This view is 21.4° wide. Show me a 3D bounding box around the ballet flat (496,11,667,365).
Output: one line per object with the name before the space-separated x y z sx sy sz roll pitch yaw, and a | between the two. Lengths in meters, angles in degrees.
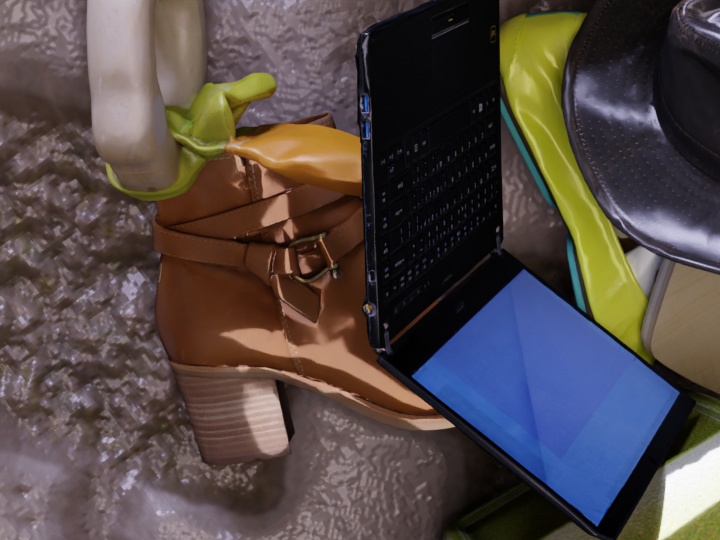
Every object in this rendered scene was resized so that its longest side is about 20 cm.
ballet flat | 0.120 -0.032 0.919 0.067 0.067 0.201 -18 103 17

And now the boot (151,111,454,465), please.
boot | 0.000 0.000 0.908 0.199 0.074 0.155 -12 100 -10

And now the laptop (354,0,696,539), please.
laptop | 0.076 -0.014 0.806 0.103 0.177 0.201 3 106 20

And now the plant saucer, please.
plant saucer | 0.117 0.115 0.893 0.199 0.200 0.048 -31 93 -2

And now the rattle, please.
rattle | -0.052 -0.134 0.827 0.142 0.130 0.201 -3 73 24

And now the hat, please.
hat | 0.184 -0.089 0.821 0.200 0.081 0.201 -4 69 10

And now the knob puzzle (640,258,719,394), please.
knob puzzle | 0.218 -0.017 0.933 0.219 0.030 0.220 -15 126 -21
